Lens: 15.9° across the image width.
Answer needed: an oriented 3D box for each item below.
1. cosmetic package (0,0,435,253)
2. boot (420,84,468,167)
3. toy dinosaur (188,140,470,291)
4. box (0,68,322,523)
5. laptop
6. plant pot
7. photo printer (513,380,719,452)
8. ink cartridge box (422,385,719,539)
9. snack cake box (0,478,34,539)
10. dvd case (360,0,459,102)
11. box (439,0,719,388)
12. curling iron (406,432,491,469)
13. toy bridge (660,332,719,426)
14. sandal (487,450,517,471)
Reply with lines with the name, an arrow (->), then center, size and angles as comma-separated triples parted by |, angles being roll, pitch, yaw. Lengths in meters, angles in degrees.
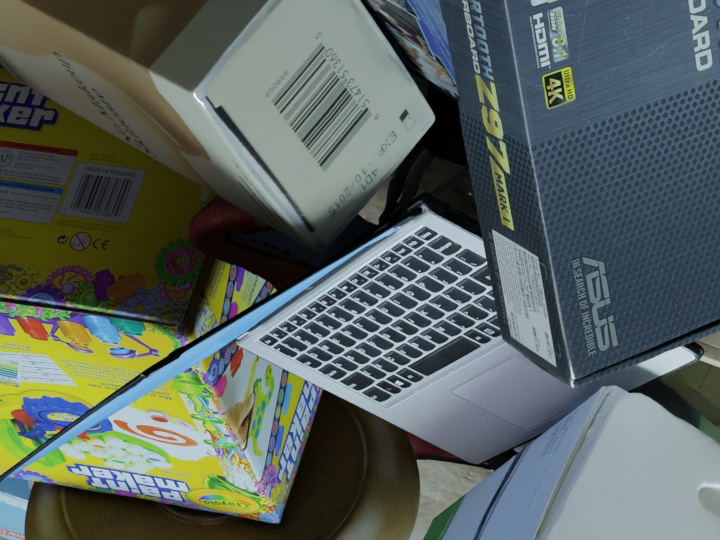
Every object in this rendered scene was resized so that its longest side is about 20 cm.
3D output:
cosmetic package -> -0.077, -0.093, 0.966 | 0.200, 0.071, 0.105 | 29, 164, 44
boot -> 0.105, -0.042, 1.024 | 0.168, 0.077, 0.200 | 15, 145, -2
toy dinosaur -> 0.000, 0.000, 1.082 | 0.105, 0.200, 0.181 | 6, -165, 41
box -> -0.134, 0.011, 1.214 | 0.200, 0.122, 0.193 | 8, 150, 17
laptop -> -0.010, 0.057, 1.000 | 0.200, 0.116, 0.187 | 28, 154, -16
plant pot -> -0.071, 0.107, 1.275 | 0.200, 0.200, 0.028 | 8, 137, 19
photo printer -> 0.155, 0.093, 1.162 | 0.166, 0.070, 0.200 | 32, 177, -26
ink cartridge box -> 0.107, 0.143, 1.059 | 0.146, 0.084, 0.200 | 32, 153, -4
snack cake box -> -0.102, 0.105, 1.370 | 0.200, 0.115, 0.067 | 19, 152, -1
dvd case -> -0.012, -0.116, 0.901 | 0.200, 0.018, 0.143 | 35, 172, 27
box -> 0.105, -0.083, 0.797 | 0.051, 0.157, 0.200 | 35, 141, 57
curling iron -> 0.019, 0.080, 1.342 | 0.200, 0.026, 0.050 | 12, 150, 7
toy bridge -> 0.132, 0.036, 1.021 | 0.067, 0.027, 0.200 | 40, 160, -31
sandal -> 0.127, 0.130, 1.301 | 0.200, 0.075, 0.045 | 29, 121, -35
